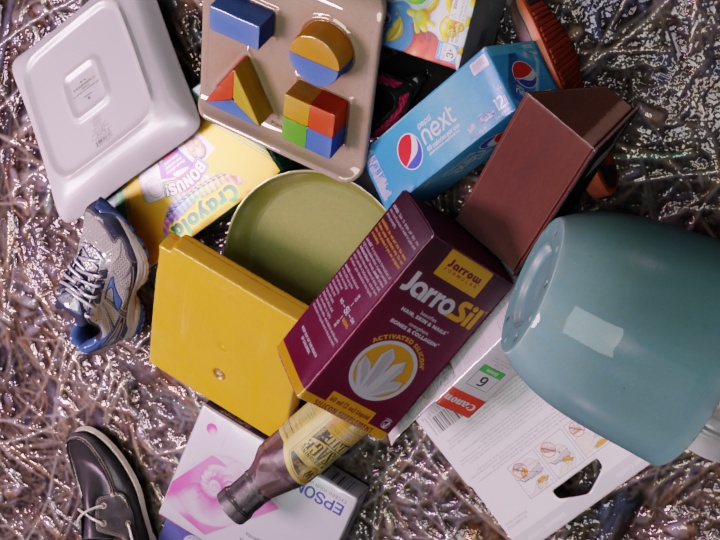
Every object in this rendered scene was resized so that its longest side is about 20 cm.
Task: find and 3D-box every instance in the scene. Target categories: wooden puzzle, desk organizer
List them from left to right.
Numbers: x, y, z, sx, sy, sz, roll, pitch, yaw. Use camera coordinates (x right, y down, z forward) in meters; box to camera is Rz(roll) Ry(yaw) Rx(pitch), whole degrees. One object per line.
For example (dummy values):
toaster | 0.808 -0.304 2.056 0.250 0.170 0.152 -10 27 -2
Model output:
wooden puzzle | -0.073 -0.187 1.463 0.184 0.046 0.201 26 134 17
desk organizer | 0.159 -0.090 1.407 0.077 0.072 0.200 41 146 10

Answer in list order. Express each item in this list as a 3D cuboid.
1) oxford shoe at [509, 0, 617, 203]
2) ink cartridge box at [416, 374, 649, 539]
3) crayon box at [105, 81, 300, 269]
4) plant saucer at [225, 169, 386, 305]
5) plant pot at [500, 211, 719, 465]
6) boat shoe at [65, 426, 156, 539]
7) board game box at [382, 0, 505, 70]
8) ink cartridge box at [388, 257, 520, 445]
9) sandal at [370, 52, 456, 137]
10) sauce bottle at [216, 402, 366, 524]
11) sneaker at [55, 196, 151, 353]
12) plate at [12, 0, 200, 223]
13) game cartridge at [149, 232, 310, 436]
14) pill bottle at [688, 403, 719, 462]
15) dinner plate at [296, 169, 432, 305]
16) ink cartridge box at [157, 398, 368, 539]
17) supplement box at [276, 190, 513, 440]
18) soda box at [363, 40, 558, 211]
oxford shoe | 0.166 -0.153 1.460 0.072 0.071 0.202 -16 97 30
ink cartridge box | 0.178 0.147 1.547 0.200 0.044 0.174 -40 87 26
crayon box | -0.170 -0.102 1.618 0.199 0.058 0.119 -34 89 26
plant saucer | -0.037 -0.005 1.572 0.198 0.031 0.202 7 111 19
plant pot | 0.215 0.042 1.366 0.160 0.201 0.202 23 113 -6
boat shoe | -0.276 0.268 1.755 0.071 0.067 0.202 -17 94 36
board game box | 0.027 -0.267 1.467 0.198 0.105 0.104 20 111 16
ink cartridge box | 0.096 0.074 1.527 0.050 0.109 0.200 25 122 -33
sandal | 0.007 -0.158 1.537 0.199 0.045 0.076 -17 97 25
sauce bottle | -0.058 0.179 1.614 0.200 0.066 0.066 -42 86 9
sneaker | -0.265 0.015 1.628 0.077 0.085 0.201 39 145 28
plate | -0.267 -0.180 1.615 0.199 0.032 0.201 -32 69 26
game cartridge | -0.130 0.067 1.613 0.175 0.032 0.201 30 140 13
pill bottle | 0.345 0.066 1.417 0.112 0.112 0.201 31 113 12
dinner plate | 0.000 0.000 1.595 0.198 0.024 0.202 6 107 22
ink cartridge box | -0.113 0.265 1.702 0.195 0.043 0.201 28 111 13
supplement box | 0.030 0.043 1.481 0.110 0.086 0.200 30 108 -32
soda box | 0.088 -0.129 1.457 0.200 0.067 0.065 -36 74 47
